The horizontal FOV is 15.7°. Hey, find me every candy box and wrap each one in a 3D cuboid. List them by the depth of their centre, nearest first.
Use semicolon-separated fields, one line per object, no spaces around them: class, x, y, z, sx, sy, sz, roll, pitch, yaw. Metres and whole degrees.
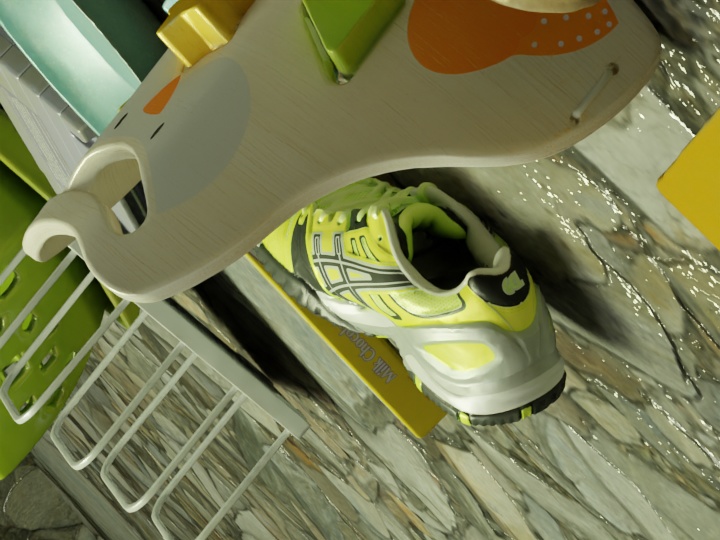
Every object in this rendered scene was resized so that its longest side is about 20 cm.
candy box;-0.037;-0.004;1.287;0.200;0.026;0.102;48;-179;-32

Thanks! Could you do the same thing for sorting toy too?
sorting toy;-0.032;-0.058;0.871;0.107;0.180;0.200;51;166;-21

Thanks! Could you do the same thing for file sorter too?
file sorter;-0.157;0.071;1.707;0.200;0.125;0.139;41;178;-17

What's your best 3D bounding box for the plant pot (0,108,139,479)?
plant pot;-0.281;-0.006;1.863;0.200;0.181;0.199;39;165;32

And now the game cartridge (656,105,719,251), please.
game cartridge;0.180;0.015;0.745;0.200;0.032;0.176;44;167;4

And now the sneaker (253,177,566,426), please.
sneaker;0.019;-0.011;1.141;0.200;0.075;0.077;32;140;42

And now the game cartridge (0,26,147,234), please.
game cartridge;-0.175;-0.076;1.639;0.130;0.038;0.200;44;168;31

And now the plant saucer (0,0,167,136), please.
plant saucer;-0.140;-0.123;1.369;0.200;0.036;0.200;45;167;13

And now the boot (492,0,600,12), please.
boot;-0.012;-0.173;0.725;0.175;0.066;0.200;39;166;33
